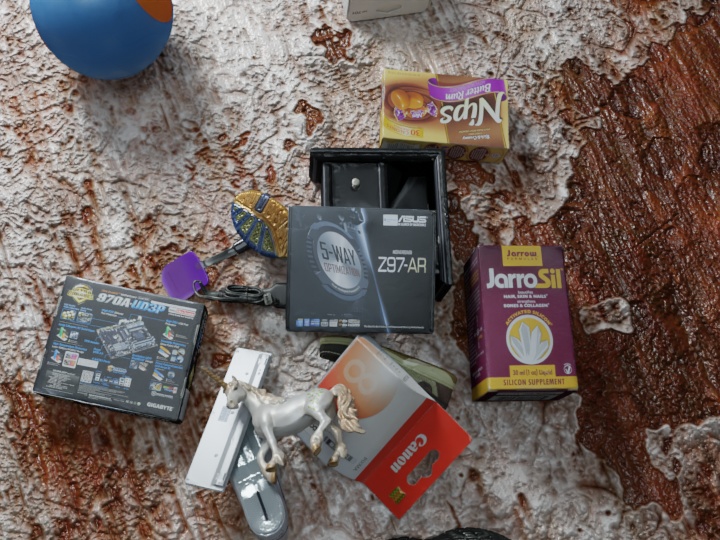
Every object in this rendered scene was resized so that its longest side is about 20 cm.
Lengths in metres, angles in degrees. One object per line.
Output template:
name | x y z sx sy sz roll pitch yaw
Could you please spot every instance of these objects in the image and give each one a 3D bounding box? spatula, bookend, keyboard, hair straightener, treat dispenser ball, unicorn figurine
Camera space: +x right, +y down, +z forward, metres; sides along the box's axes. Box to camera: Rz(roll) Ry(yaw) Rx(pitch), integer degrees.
spatula | -0.193 -0.025 1.131 0.198 0.021 0.057 -31 85 -15
bookend | 0.024 -0.065 1.130 0.195 0.092 0.204 1 74 -5
keyboard | -0.171 0.191 1.040 0.055 0.011 0.203 4 53 18
hair straightener | -0.134 0.028 1.092 0.195 0.077 0.042 6 84 -5
treat dispenser ball | -0.366 -0.377 1.123 0.196 0.201 0.206 2 73 -6
unicorn figurine | -0.098 0.189 0.997 0.195 0.075 0.139 -6 49 -8

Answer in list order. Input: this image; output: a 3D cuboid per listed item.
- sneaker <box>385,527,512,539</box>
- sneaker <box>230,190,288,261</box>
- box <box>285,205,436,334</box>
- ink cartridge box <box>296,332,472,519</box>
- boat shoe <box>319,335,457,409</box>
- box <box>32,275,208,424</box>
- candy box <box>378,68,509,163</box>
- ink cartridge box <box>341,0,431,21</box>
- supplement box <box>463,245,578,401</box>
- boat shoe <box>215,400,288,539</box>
sneaker | 0.111 0.388 1.024 0.195 0.076 0.093 -7 84 -1
sneaker | -0.096 -0.039 1.117 0.198 0.088 0.076 35 90 9
box | 0.000 0.000 1.040 0.195 0.044 0.165 2 89 -6
ink cartridge box | 0.021 0.210 1.034 0.200 0.050 0.163 44 106 11
boat shoe | 0.033 0.144 1.079 0.196 0.072 0.067 17 73 0
box | -0.320 0.107 1.065 0.195 0.046 0.163 11 72 -3
candy box | 0.127 -0.236 1.212 0.195 0.057 0.120 4 73 -4
ink cartridge box | 0.027 -0.520 1.271 0.143 0.086 0.205 -11 73 -9
supplement box | 0.220 0.076 1.105 0.127 0.103 0.205 -1 73 -5
boat shoe | -0.142 0.263 1.029 0.072 0.067 0.203 -17 54 -5
